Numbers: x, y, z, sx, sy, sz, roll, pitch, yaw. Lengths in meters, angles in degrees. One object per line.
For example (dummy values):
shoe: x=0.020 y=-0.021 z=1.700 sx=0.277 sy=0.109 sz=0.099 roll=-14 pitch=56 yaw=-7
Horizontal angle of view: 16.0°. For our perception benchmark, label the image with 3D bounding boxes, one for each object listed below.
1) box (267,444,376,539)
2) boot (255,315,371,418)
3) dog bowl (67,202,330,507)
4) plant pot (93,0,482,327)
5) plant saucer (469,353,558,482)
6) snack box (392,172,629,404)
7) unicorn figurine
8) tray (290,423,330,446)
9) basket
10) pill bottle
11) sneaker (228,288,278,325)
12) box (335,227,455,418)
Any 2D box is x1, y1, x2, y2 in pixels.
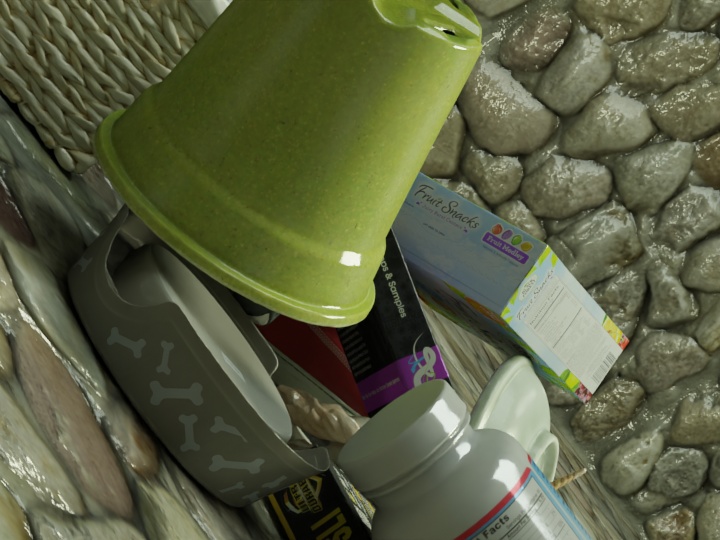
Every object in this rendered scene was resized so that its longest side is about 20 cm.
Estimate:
box: x=0.026 y=0.222 z=1.596 sx=0.160 sy=0.049 sz=0.200 roll=52 pitch=5 yaw=-46
boot: x=0.012 y=0.041 z=1.808 sx=0.200 sy=0.145 sz=0.072 roll=37 pitch=7 yaw=8
dog bowl: x=-0.099 y=0.053 z=1.521 sx=0.200 sy=0.059 sz=0.200 roll=53 pitch=6 yaw=-8
plant pot: x=-0.027 y=-0.101 z=1.531 sx=0.200 sy=0.185 sz=0.201 roll=31 pitch=20 yaw=-12
plant saucer: x=0.102 y=0.162 z=1.860 sx=0.050 sy=0.201 sz=0.200 roll=19 pitch=-4 yaw=16
snack box: x=0.091 y=0.005 z=1.901 sx=0.168 sy=0.068 sz=0.200 roll=32 pitch=-5 yaw=30
unicorn figurine: x=0.027 y=0.137 z=1.691 sx=0.199 sy=0.074 sz=0.137 roll=22 pitch=-12 yaw=-40
tray: x=-0.027 y=0.126 z=1.859 sx=0.108 sy=0.022 sz=0.200 roll=52 pitch=6 yaw=-14
basket: x=-0.189 y=-0.200 z=1.770 sx=0.198 sy=0.161 sz=0.200 roll=52 pitch=7 yaw=-16
pill bottle: x=0.077 y=0.168 z=1.539 sx=0.200 sy=0.109 sz=0.109 roll=53 pitch=6 yaw=-10
sneaker: x=-0.085 y=-0.035 z=1.667 sx=0.084 sy=0.075 sz=0.200 roll=34 pitch=15 yaw=-28
box: x=0.000 y=0.000 z=1.713 sx=0.143 sy=0.036 sz=0.201 roll=143 pitch=-74 yaw=-77
